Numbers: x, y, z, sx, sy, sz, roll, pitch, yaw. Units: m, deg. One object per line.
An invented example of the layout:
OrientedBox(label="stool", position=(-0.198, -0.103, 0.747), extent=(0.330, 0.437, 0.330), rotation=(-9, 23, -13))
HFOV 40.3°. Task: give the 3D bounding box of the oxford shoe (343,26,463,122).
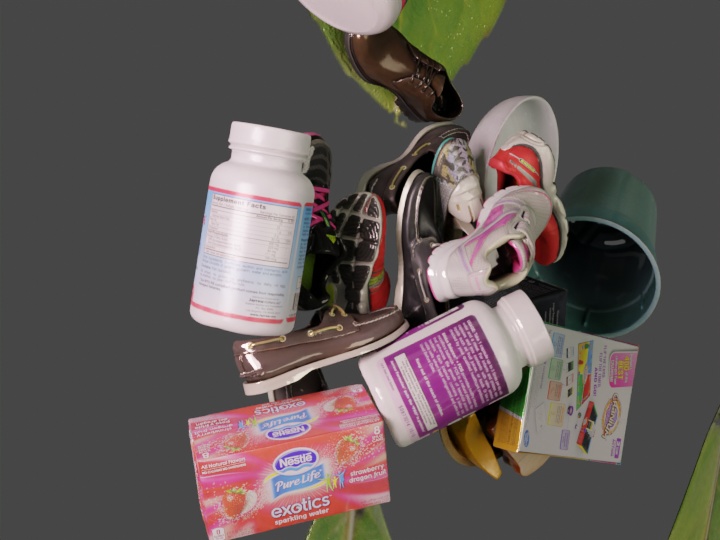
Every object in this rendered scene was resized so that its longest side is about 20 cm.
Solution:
OrientedBox(label="oxford shoe", position=(0.057, -0.236, 1.140), extent=(0.199, 0.084, 0.073), rotation=(28, 81, -46))

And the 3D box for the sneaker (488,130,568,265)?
OrientedBox(label="sneaker", position=(0.202, -0.080, 1.234), extent=(0.085, 0.077, 0.201), rotation=(-35, 129, -16))

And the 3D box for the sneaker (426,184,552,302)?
OrientedBox(label="sneaker", position=(0.168, -0.027, 1.123), extent=(0.200, 0.088, 0.082), rotation=(-43, 123, -30))

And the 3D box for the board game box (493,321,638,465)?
OrientedBox(label="board game box", position=(0.252, 0.149, 1.187), extent=(0.198, 0.040, 0.155), rotation=(15, 83, -38))

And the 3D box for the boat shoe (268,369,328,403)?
OrientedBox(label="boat shoe", position=(-0.055, 0.171, 1.130), extent=(0.071, 0.060, 0.204), rotation=(-29, 121, -36))

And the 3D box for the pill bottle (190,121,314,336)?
OrientedBox(label="pill bottle", position=(-0.105, -0.043, 0.991), extent=(0.108, 0.108, 0.203), rotation=(5, 97, -48))

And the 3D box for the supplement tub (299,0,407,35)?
OrientedBox(label="supplement tub", position=(0.018, -0.361, 1.016), extent=(0.140, 0.139, 0.201), rotation=(47, 66, -44))

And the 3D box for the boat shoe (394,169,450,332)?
OrientedBox(label="boat shoe", position=(0.081, -0.017, 1.151), extent=(0.072, 0.067, 0.203), rotation=(-20, 113, -56))

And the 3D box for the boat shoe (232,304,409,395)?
OrientedBox(label="boat shoe", position=(-0.041, 0.072, 1.058), extent=(0.198, 0.072, 0.060), rotation=(-20, 93, -18))

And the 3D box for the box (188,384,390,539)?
OrientedBox(label="box", position=(-0.075, 0.201, 1.038), extent=(0.197, 0.096, 0.101), rotation=(-10, 110, -12))

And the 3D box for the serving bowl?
OrientedBox(label="serving bowl", position=(0.187, -0.133, 1.294), extent=(0.199, 0.065, 0.203), rotation=(-27, 124, -48))

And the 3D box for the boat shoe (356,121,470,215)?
OrientedBox(label="boat shoe", position=(0.081, -0.123, 1.213), extent=(0.201, 0.060, 0.072), rotation=(-39, 126, -35))

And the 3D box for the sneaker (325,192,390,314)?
OrientedBox(label="sneaker", position=(0.000, 0.000, 1.148), extent=(0.085, 0.076, 0.202), rotation=(-28, 130, -54))

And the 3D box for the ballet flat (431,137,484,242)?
OrientedBox(label="ballet flat", position=(0.122, -0.068, 1.197), extent=(0.072, 0.072, 0.202), rotation=(-39, 147, -35))

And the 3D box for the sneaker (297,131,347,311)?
OrientedBox(label="sneaker", position=(-0.052, -0.047, 1.065), extent=(0.073, 0.087, 0.203), rotation=(6, 96, -48))

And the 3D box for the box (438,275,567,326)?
OrientedBox(label="box", position=(0.164, 0.101, 1.281), extent=(0.198, 0.107, 0.150), rotation=(-14, 113, -38))

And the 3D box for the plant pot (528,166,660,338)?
OrientedBox(label="plant pot", position=(0.345, -0.040, 1.424), extent=(0.197, 0.198, 0.202), rotation=(-56, 139, -50))

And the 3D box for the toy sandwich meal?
OrientedBox(label="toy sandwich meal", position=(0.176, 0.162, 1.191), extent=(0.203, 0.070, 0.208), rotation=(-14, 113, -37))

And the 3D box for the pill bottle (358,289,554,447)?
OrientedBox(label="pill bottle", position=(0.106, 0.102, 1.076), extent=(0.198, 0.113, 0.113), rotation=(-26, 126, -1))
